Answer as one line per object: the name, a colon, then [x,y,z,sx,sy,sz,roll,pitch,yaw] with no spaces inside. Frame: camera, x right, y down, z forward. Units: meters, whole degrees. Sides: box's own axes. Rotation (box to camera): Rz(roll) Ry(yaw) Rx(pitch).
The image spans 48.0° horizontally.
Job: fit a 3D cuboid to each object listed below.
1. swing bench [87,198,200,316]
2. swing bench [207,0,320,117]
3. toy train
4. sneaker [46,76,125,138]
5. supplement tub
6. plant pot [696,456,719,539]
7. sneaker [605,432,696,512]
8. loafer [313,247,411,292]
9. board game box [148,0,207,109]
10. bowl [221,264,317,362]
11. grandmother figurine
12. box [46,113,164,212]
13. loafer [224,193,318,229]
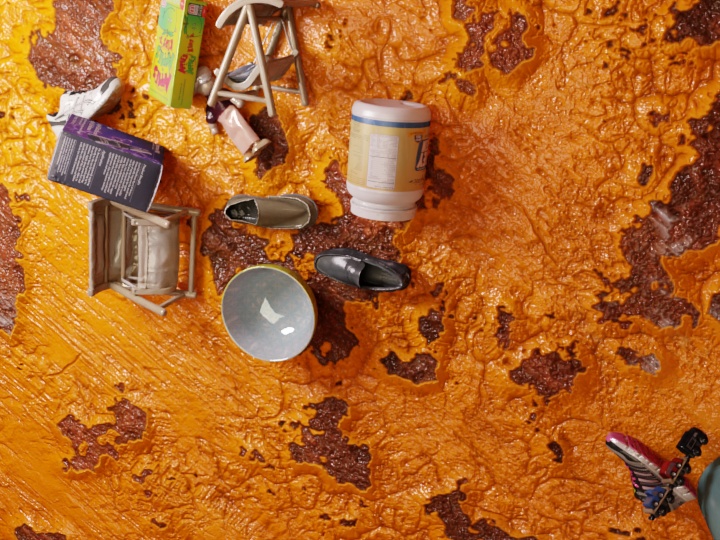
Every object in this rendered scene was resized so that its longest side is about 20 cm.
swing bench: [-0.449,-0.038,1.669,0.198,0.130,0.201,14,110,18]
swing bench: [-0.169,-0.393,1.445,0.129,0.199,0.202,12,109,13]
toy train: [0.574,0.369,1.483,0.046,0.034,0.200,41,70,-2]
sneaker: [-0.566,-0.340,1.645,0.199,0.076,0.088,-36,94,22]
supplement tub: [0.049,-0.202,1.468,0.143,0.145,0.202,9,109,14]
plant pot: [0.722,0.448,1.456,0.199,0.161,0.202,4,107,14]
sneaker: [0.537,0.391,1.540,0.199,0.074,0.088,37,107,-2]
loafer: [0.000,0.000,1.583,0.199,0.070,0.069,11,109,13]
board game box: [-0.351,-0.421,1.546,0.101,0.047,0.202,34,118,44]
bowl: [-0.169,0.072,1.634,0.198,0.108,0.202,5,108,15]
grandmother figurine: [-0.262,-0.307,1.577,0.121,0.061,0.201,-34,92,35]
box: [-0.493,-0.211,1.585,0.199,0.148,0.105,17,108,-20]
loafer: [-0.182,-0.111,1.603,0.198,0.070,0.076,1,106,16]
